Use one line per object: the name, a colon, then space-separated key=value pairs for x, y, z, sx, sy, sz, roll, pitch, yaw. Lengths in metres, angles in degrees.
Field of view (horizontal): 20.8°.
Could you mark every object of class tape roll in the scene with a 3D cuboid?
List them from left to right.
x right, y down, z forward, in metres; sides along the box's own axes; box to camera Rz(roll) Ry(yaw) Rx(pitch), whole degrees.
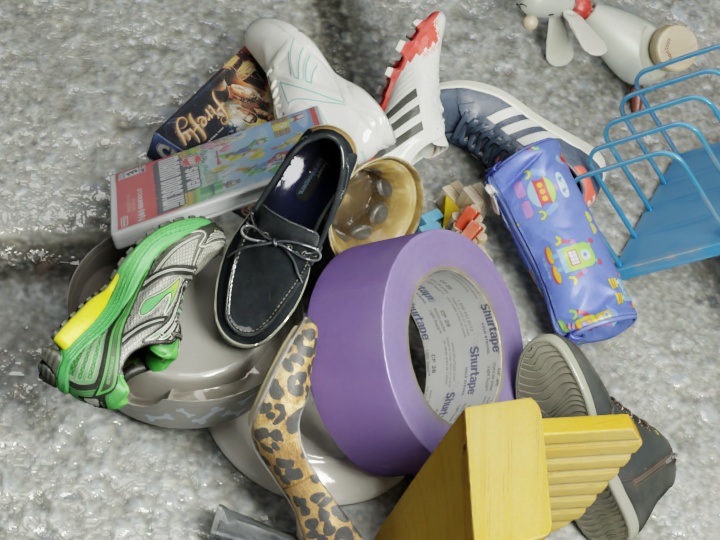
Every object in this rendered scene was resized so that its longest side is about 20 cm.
tape roll: x=0.048 y=0.070 z=1.647 sx=0.200 sy=0.085 sz=0.200 roll=16 pitch=69 yaw=-49

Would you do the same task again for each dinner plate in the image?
dinner plate: x=-0.039 y=0.112 z=1.693 sx=0.200 sy=0.024 sz=0.200 roll=10 pitch=48 yaw=-12

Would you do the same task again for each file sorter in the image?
file sorter: x=0.310 y=-0.110 z=1.902 sx=0.123 sy=0.139 sz=0.200 roll=56 pitch=44 yaw=-21

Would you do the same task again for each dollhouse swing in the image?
dollhouse swing: x=0.126 y=0.216 z=1.549 sx=0.176 sy=0.200 sz=0.182 roll=13 pitch=48 yaw=-17

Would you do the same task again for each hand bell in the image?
hand bell: x=-0.046 y=-0.083 z=1.752 sx=0.104 sy=0.104 sz=0.200 roll=-20 pitch=33 yaw=-33

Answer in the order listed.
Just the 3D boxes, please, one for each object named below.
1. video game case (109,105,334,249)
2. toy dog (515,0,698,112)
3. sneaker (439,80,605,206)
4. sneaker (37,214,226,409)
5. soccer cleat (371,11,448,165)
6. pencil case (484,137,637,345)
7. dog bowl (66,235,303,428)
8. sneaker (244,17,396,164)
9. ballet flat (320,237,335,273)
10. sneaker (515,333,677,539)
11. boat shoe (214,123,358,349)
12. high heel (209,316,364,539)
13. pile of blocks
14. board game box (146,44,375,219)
video game case: x=-0.122 y=-0.083 z=1.707 sx=0.200 sy=0.017 sz=0.143 roll=-19 pitch=24 yaw=0
toy dog: x=0.246 y=-0.230 z=2.043 sx=0.200 sy=0.132 sz=0.096 roll=18 pitch=86 yaw=0
sneaker: x=0.144 y=-0.115 z=1.916 sx=0.200 sy=0.075 sz=0.085 roll=24 pitch=43 yaw=-1
sneaker: x=-0.170 y=0.037 z=1.592 sx=0.085 sy=0.078 sz=0.200 roll=33 pitch=61 yaw=10
soccer cleat: x=0.053 y=-0.154 z=1.888 sx=0.085 sy=0.069 sz=0.200 roll=24 pitch=73 yaw=-3
pencil case: x=0.182 y=-0.024 z=1.822 sx=0.087 sy=0.078 sz=0.200 roll=-19 pitch=76 yaw=-19
dog bowl: x=-0.149 y=0.048 z=1.663 sx=0.200 sy=0.059 sz=0.200 roll=5 pitch=48 yaw=-5
sneaker: x=-0.056 y=-0.165 z=1.841 sx=0.080 sy=0.070 sz=0.200 roll=-39 pitch=58 yaw=-10
ballet flat: x=0.000 y=0.000 z=1.753 sx=0.073 sy=0.073 sz=0.200 roll=2 pitch=44 yaw=-19
sneaker: x=0.203 y=0.130 z=1.697 sx=0.106 sy=0.075 sz=0.200 roll=-38 pitch=112 yaw=-47
boat shoe: x=-0.063 y=-0.030 z=1.607 sx=0.075 sy=0.062 sz=0.200 roll=28 pitch=89 yaw=1
high heel: x=-0.025 y=0.148 z=1.577 sx=0.142 sy=0.200 sz=0.071 roll=19 pitch=6 yaw=0
pile of blocks: x=0.084 y=-0.018 z=1.822 sx=0.082 sy=0.062 sz=0.200 roll=11 pitch=48 yaw=-12
board game box: x=-0.092 y=-0.138 z=1.875 sx=0.135 sy=0.035 sz=0.200 roll=33 pitch=48 yaw=8
